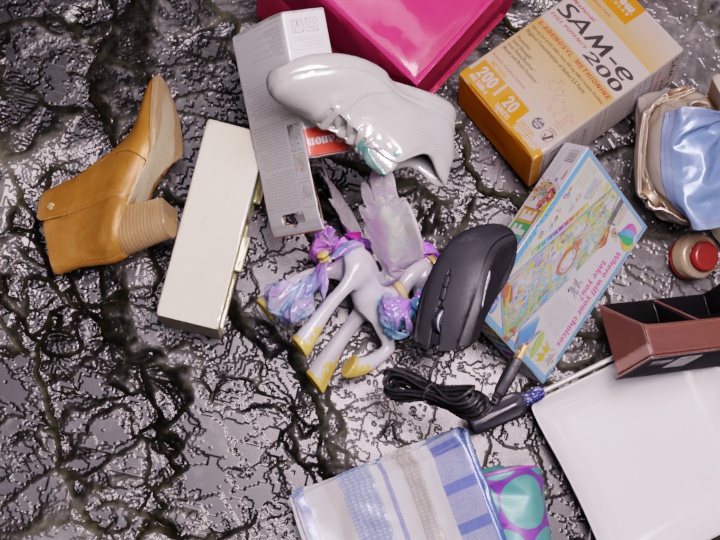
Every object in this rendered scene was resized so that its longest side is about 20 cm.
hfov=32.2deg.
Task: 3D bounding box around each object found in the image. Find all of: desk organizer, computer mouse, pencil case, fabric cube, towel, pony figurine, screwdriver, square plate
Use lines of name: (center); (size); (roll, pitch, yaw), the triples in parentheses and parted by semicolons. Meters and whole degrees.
desk organizer: (0.343, 0.052, 1.239); (0.198, 0.072, 0.078); (-5, 71, -22)
computer mouse: (0.102, 0.039, 1.148); (0.140, 0.046, 0.201); (17, 71, 44)
pencil case: (0.142, 0.291, 1.202); (0.092, 0.085, 0.203); (4, 76, -36)
fabric cube: (0.033, -0.289, 1.244); (0.199, 0.200, 0.197); (41, 79, 2)
towel: (0.036, 0.249, 1.190); (0.198, 0.024, 0.148); (-24, 77, 17)
pony figurine: (0.000, 0.000, 1.228); (0.200, 0.166, 0.194); (-40, 117, -13)
screwdriver: (0.197, 0.111, 1.242); (0.198, 0.029, 0.028); (-28, 51, 0)
square plate: (0.299, 0.184, 1.262); (0.196, 0.028, 0.202); (-25, 82, -7)

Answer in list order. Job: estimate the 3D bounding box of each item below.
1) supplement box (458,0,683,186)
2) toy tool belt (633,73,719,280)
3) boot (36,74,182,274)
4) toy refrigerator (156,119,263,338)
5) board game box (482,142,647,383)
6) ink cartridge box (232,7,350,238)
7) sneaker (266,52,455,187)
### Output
supplement box: (0.215, -0.200, 1.292); (0.199, 0.074, 0.126); (-36, 72, -9)
toy tool belt: (0.344, -0.089, 1.246); (0.123, 0.123, 0.203); (-12, 94, -18)
boot: (-0.256, -0.099, 1.257); (0.142, 0.071, 0.203); (-12, 60, 14)
toy refrigerator: (-0.143, -0.039, 1.248); (0.069, 0.076, 0.202); (13, 78, -1)
board game box: (0.194, -0.007, 1.247); (0.134, 0.034, 0.201); (44, 76, -36)
ink cartridge box: (-0.061, -0.138, 1.187); (0.050, 0.109, 0.203); (-14, 94, -30)
sneaker: (0.007, -0.128, 1.111); (0.198, 0.075, 0.090); (13, 65, -31)
